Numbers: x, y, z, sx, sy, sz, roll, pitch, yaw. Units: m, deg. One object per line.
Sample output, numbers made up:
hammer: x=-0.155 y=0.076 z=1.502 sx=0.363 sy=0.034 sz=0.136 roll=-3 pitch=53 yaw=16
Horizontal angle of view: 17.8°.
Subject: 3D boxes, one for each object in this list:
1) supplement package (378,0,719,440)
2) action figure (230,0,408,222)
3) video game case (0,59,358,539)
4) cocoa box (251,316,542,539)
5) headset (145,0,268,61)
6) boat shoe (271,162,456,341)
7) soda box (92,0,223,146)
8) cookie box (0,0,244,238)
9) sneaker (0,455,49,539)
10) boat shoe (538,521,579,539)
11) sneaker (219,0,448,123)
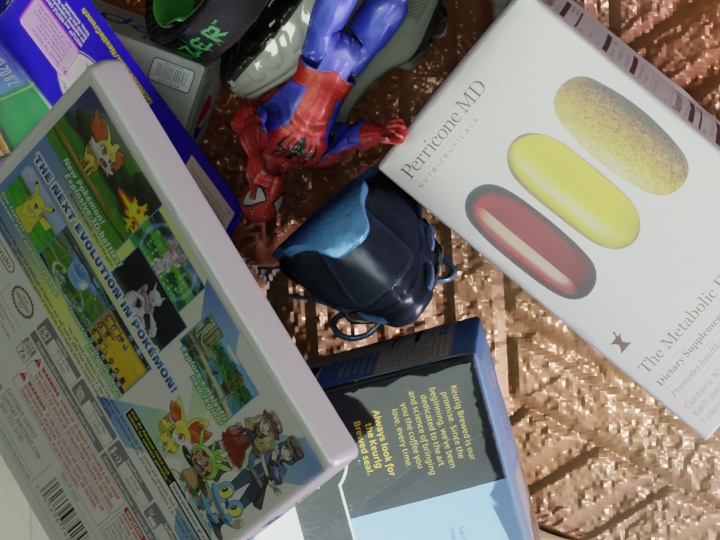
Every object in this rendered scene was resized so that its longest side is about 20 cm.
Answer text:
supplement package: x=0.123 y=-0.034 z=1.101 sx=0.200 sy=0.110 sz=0.114 roll=39 pitch=104 yaw=-1
action figure: x=-0.003 y=-0.097 z=1.050 sx=0.065 sy=0.099 sz=0.200 roll=19 pitch=113 yaw=-23
video game case: x=-0.108 y=0.039 z=1.010 sx=0.182 sy=0.022 sz=0.200 roll=-41 pitch=76 yaw=40
cocoa box: x=0.019 y=0.137 z=1.067 sx=0.131 sy=0.133 sz=0.200 roll=-15 pitch=95 yaw=5
headset: x=-0.060 y=-0.200 z=1.093 sx=0.094 sy=0.123 sz=0.200 roll=27 pitch=74 yaw=-24
boat shoe: x=0.000 y=0.000 z=1.078 sx=0.084 sy=0.200 sz=0.069 roll=-41 pitch=93 yaw=10
soda box: x=-0.171 y=-0.112 z=1.148 sx=0.200 sy=0.068 sz=0.063 roll=21 pitch=105 yaw=4
cookie box: x=-0.187 y=-0.042 z=1.103 sx=0.200 sy=0.075 sz=0.171 roll=-17 pitch=122 yaw=33
sneaker: x=-0.178 y=0.172 z=1.216 sx=0.085 sy=0.073 sz=0.200 roll=17 pitch=107 yaw=31
boat shoe: x=0.023 y=0.106 z=1.168 sx=0.200 sy=0.074 sz=0.069 roll=36 pitch=91 yaw=-1
sneaker: x=0.019 y=-0.150 z=1.121 sx=0.079 sy=0.074 sz=0.200 roll=37 pitch=103 yaw=-23
